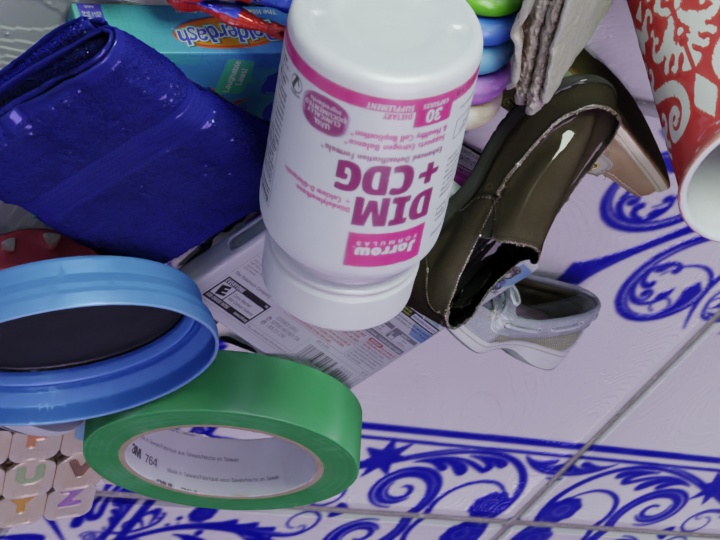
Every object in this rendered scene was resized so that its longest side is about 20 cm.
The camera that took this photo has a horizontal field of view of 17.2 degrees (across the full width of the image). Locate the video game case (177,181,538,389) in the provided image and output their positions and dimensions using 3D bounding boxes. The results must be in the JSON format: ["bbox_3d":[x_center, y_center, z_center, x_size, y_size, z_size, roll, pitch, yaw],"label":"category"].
[{"bbox_3d":[0.000,0.000,1.605,0.182,0.022,0.200,-33,142,16],"label":"video game case"}]

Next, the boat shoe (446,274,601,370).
[{"bbox_3d":[0.108,0.022,1.766,0.065,0.075,0.201,-44,144,18],"label":"boat shoe"}]

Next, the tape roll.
[{"bbox_3d":[-0.098,0.117,1.703,0.199,0.049,0.201,3,156,1],"label":"tape roll"}]

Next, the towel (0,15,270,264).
[{"bbox_3d":[-0.144,-0.076,1.429,0.147,0.050,0.200,-29,146,23],"label":"towel"}]

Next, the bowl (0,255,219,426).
[{"bbox_3d":[-0.191,0.045,1.527,0.199,0.040,0.201,-10,158,-4],"label":"bowl"}]

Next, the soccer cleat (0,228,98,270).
[{"bbox_3d":[-0.251,0.011,1.561,0.199,0.067,0.076,-3,172,-35],"label":"soccer cleat"}]

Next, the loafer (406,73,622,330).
[{"bbox_3d":[0.105,-0.038,1.542,0.073,0.071,0.200,23,112,-47],"label":"loafer"}]

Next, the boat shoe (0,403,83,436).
[{"bbox_3d":[-0.279,0.079,1.629,0.066,0.070,0.199,-25,154,36],"label":"boat shoe"}]

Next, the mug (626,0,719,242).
[{"bbox_3d":[0.245,-0.125,1.508,0.133,0.201,0.178,-24,144,13],"label":"mug"}]

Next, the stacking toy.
[{"bbox_3d":[0.078,-0.184,1.460,0.085,0.086,0.201,-2,136,-28],"label":"stacking toy"}]

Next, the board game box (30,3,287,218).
[{"bbox_3d":[-0.102,-0.099,1.496,0.199,0.045,0.153,-2,142,-25],"label":"board game box"}]

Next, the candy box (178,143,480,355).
[{"bbox_3d":[-0.009,-0.019,1.648,0.200,0.061,0.136,-40,142,23],"label":"candy box"}]

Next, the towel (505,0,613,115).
[{"bbox_3d":[0.136,-0.199,1.441,0.034,0.133,0.201,24,140,11],"label":"towel"}]

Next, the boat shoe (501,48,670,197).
[{"bbox_3d":[0.143,-0.105,1.614,0.066,0.074,0.200,-31,136,19],"label":"boat shoe"}]

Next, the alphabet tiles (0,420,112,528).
[{"bbox_3d":[-0.245,0.139,1.773,0.198,0.015,0.196,-7,143,-22],"label":"alphabet tiles"}]

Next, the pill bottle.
[{"bbox_3d":[0.001,-0.068,1.394,0.112,0.114,0.201,-8,136,-20],"label":"pill bottle"}]

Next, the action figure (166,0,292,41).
[{"bbox_3d":[-0.046,-0.171,1.400,0.198,0.052,0.066,4,128,-9],"label":"action figure"}]
